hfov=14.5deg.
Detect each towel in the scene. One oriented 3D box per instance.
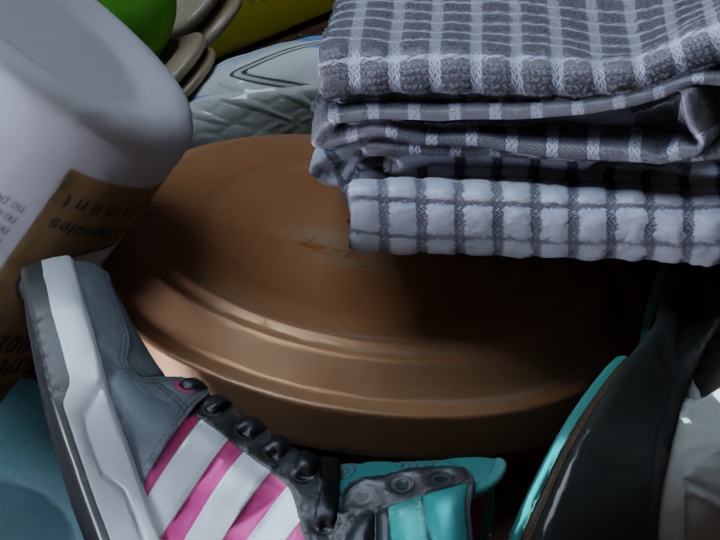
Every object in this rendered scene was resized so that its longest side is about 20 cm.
[{"bbox_3d":[0.070,-0.067,0.952,0.165,0.086,0.200,2,16,3],"label":"towel"}]

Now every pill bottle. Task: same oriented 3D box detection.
[{"bbox_3d":[-0.154,-0.003,0.919,0.200,0.114,0.114,-52,24,17],"label":"pill bottle"}]

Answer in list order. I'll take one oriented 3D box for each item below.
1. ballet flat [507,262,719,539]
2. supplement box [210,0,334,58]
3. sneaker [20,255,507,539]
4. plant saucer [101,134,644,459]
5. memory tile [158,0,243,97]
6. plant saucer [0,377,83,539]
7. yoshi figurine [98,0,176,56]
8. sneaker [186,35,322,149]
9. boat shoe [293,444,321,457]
[{"bbox_3d":[0.106,0.045,0.886,0.068,0.068,0.200,9,39,21],"label":"ballet flat"},{"bbox_3d":[-0.039,-0.185,1.302,0.199,0.110,0.109,-23,30,-4],"label":"supplement box"},{"bbox_3d":[-0.019,0.069,0.840,0.120,0.084,0.201,-20,70,-12],"label":"sneaker"},{"bbox_3d":[0.000,0.000,0.971,0.199,0.032,0.200,8,26,-4],"label":"plant saucer"},{"bbox_3d":[-0.123,-0.038,1.140,0.153,0.017,0.200,-33,20,32],"label":"memory tile"},{"bbox_3d":[-0.170,0.109,0.968,0.199,0.036,0.200,-14,30,8],"label":"plant saucer"},{"bbox_3d":[-0.129,-0.103,1.076,0.111,0.113,0.200,10,1,11],"label":"yoshi figurine"},{"bbox_3d":[0.017,-0.067,1.114,0.199,0.072,0.073,-3,35,23],"label":"sneaker"},{"bbox_3d":[-0.048,0.060,0.954,0.073,0.063,0.202,-14,31,4],"label":"boat shoe"}]
